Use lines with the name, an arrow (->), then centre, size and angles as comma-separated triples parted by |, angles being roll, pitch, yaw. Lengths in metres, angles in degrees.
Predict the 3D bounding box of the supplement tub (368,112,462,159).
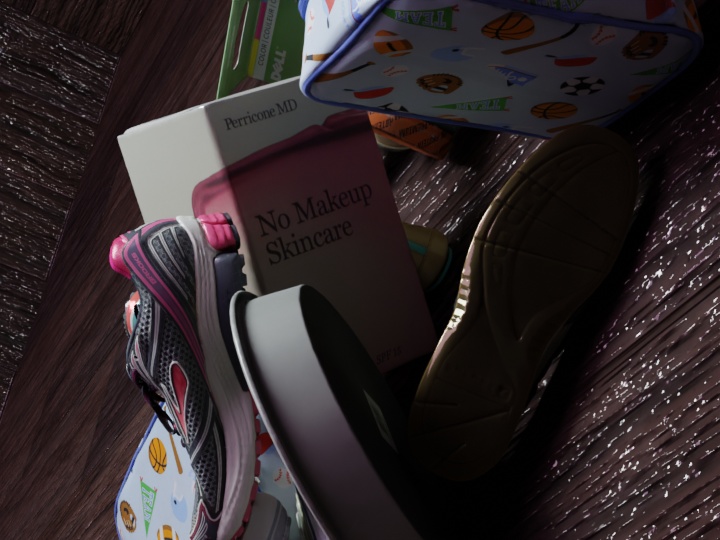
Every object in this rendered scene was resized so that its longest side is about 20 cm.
supplement tub -> 0.056, -0.189, 1.039 | 0.200, 0.123, 0.123 | -66, 17, 2

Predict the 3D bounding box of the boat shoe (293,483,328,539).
boat shoe -> -0.014, 0.158, 0.896 | 0.200, 0.072, 0.062 | -103, 36, -60

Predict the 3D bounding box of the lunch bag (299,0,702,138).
lunch bag -> 0.067, -0.131, 0.775 | 0.160, 0.200, 0.076 | -34, 52, 58

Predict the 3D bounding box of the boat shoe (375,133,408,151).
boat shoe -> 0.044, -0.177, 1.164 | 0.065, 0.072, 0.200 | 115, 167, -66

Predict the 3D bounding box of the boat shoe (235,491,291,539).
boat shoe -> -0.061, 0.235, 0.895 | 0.072, 0.068, 0.200 | -106, 28, -82

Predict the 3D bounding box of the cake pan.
cake pan -> -0.004, 0.091, 0.785 | 0.037, 0.200, 0.200 | -30, 26, 8

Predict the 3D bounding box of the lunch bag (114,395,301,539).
lunch bag -> -0.099, 0.174, 1.022 | 0.160, 0.076, 0.200 | 57, 139, 30

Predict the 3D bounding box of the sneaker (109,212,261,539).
sneaker -> -0.100, 0.067, 0.853 | 0.081, 0.075, 0.200 | -149, 53, -79

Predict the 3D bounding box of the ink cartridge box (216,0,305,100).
ink cartridge box -> -0.033, -0.199, 1.081 | 0.200, 0.059, 0.104 | -57, -12, -47

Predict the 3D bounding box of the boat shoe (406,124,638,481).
boat shoe -> 0.084, 0.016, 0.779 | 0.066, 0.072, 0.201 | 17, -82, -87

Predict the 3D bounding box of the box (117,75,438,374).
box -> -0.052, -0.018, 0.946 | 0.109, 0.128, 0.200 | -9, 101, 51

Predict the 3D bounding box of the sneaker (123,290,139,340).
sneaker -> -0.105, 0.014, 1.265 | 0.200, 0.070, 0.093 | -36, 40, -28

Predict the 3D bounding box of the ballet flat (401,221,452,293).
ballet flat -> 0.000, 0.000, 1.068 | 0.200, 0.063, 0.069 | -33, 35, 62
